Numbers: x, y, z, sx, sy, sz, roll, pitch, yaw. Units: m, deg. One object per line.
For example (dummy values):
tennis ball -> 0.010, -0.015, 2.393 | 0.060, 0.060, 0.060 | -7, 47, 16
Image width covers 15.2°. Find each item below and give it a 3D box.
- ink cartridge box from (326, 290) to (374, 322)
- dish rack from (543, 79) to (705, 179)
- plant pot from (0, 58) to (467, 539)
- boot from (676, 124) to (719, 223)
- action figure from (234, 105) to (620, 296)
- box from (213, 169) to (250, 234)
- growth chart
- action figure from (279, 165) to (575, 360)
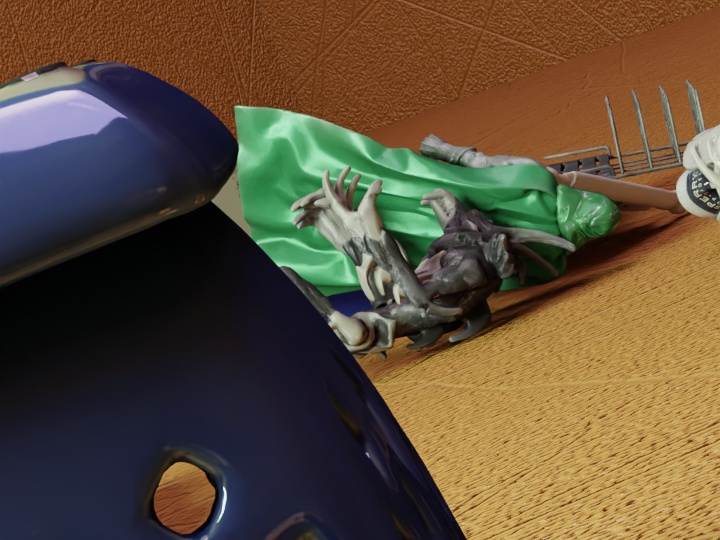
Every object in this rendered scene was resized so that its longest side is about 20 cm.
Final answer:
ink cartridge box -> -0.060, 0.033, 1.545 | 0.094, 0.044, 0.200 | -24, 5, -37
dish rack -> 0.185, -0.084, 1.561 | 0.200, 0.055, 0.153 | -12, 5, 6
plant pot -> -0.084, 0.062, 0.574 | 0.200, 0.180, 0.200 | -23, 5, 1
boot -> 0.189, -0.046, 1.241 | 0.095, 0.074, 0.200 | -26, -6, 24
action figure -> 0.037, -0.030, 1.385 | 0.200, 0.118, 0.055 | 4, 29, 22
box -> -0.125, -0.062, 2.574 | 0.078, 0.095, 0.200 | -22, 6, -14
growth chart -> 0.079, -0.030, 1.488 | 0.145, 0.018, 0.200 | 4, -12, -38
action figure -> 0.000, 0.000, 1.311 | 0.200, 0.102, 0.119 | -22, -7, -18
